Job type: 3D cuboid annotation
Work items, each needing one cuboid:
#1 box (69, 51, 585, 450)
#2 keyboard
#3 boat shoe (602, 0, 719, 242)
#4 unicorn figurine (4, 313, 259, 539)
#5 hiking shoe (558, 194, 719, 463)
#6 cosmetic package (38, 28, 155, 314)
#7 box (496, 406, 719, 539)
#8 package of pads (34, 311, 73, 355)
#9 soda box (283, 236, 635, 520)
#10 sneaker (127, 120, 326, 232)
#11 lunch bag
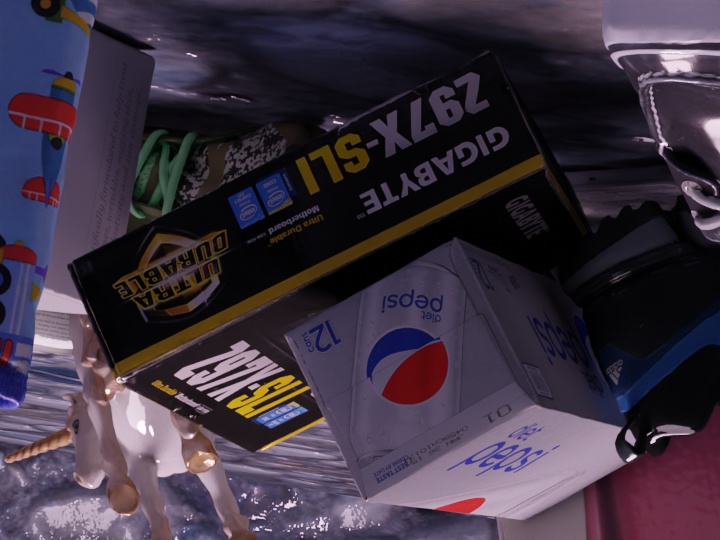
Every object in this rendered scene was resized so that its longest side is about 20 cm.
[{"bbox_3d":[0.000,0.000,0.995,0.159,0.049,0.200,-25,166,5],"label":"box"},{"bbox_3d":[0.075,-0.029,1.154,0.056,0.011,0.200,15,169,-38],"label":"keyboard"},{"bbox_3d":[0.127,-0.038,0.860,0.072,0.068,0.200,4,170,25],"label":"boat shoe"},{"bbox_3d":[-0.092,0.062,1.153,0.074,0.138,0.200,-11,141,-18],"label":"unicorn figurine"},{"bbox_3d":[0.167,0.017,0.983,0.200,0.087,0.074,-8,164,-19],"label":"hiking shoe"},{"bbox_3d":[-0.180,-0.041,1.029,0.200,0.102,0.074,4,171,31],"label":"cosmetic package"},{"bbox_3d":[0.160,0.081,1.098,0.200,0.109,0.128,-12,162,13],"label":"box"},{"bbox_3d":[-0.131,0.008,1.322,0.154,0.068,0.200,9,180,0],"label":"package of pads"},{"bbox_3d":[0.045,0.042,0.962,0.068,0.064,0.200,-30,166,12],"label":"soda box"},{"bbox_3d":[-0.090,-0.032,1.124,0.089,0.077,0.200,27,159,-29],"label":"sneaker"},{"bbox_3d":[-0.155,-0.035,0.841,0.094,0.151,0.200,13,170,-19],"label":"lunch bag"}]
